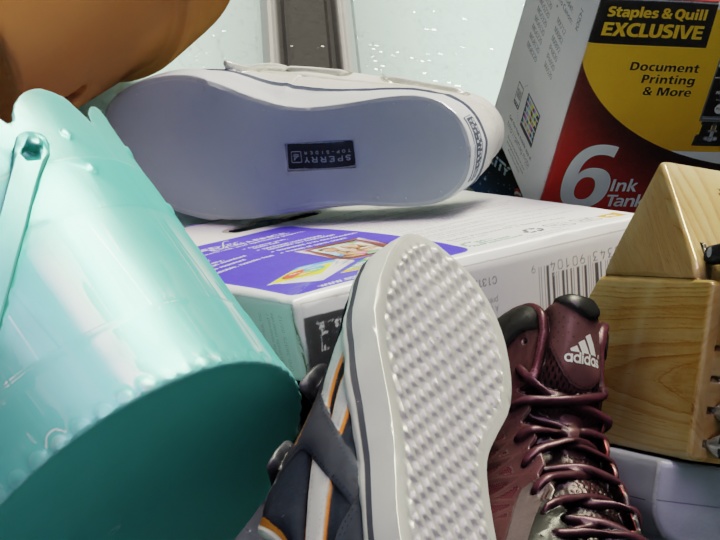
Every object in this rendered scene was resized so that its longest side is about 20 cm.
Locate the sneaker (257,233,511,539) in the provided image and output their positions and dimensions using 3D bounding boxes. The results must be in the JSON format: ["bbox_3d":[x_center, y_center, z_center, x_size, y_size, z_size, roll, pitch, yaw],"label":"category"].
[{"bbox_3d":[0.005,0.070,0.880,0.078,0.079,0.201,38,32,-23],"label":"sneaker"}]

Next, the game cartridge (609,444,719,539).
[{"bbox_3d":[0.182,0.099,0.995,0.198,0.041,0.133,8,-5,-24],"label":"game cartridge"}]

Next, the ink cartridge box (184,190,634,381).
[{"bbox_3d":[0.000,0.000,1.104,0.197,0.044,0.199,-14,15,-32],"label":"ink cartridge box"}]

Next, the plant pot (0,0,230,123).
[{"bbox_3d":[-0.177,-0.151,1.157,0.199,0.201,0.140,27,53,16],"label":"plant pot"}]

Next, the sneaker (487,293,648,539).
[{"bbox_3d":[0.074,0.070,0.916,0.075,0.116,0.200,19,6,-26],"label":"sneaker"}]

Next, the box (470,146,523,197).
[{"bbox_3d":[0.161,-0.025,1.219,0.136,0.038,0.200,-19,49,-35],"label":"box"}]

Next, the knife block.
[{"bbox_3d":[0.145,0.053,0.941,0.063,0.201,0.176,9,43,-18],"label":"knife block"}]

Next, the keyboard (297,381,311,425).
[{"bbox_3d":[0.043,0.082,1.047,0.103,0.040,0.200,-9,45,-27],"label":"keyboard"}]

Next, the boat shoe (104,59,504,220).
[{"bbox_3d":[-0.023,-0.070,1.168,0.200,0.075,0.086,0,13,25],"label":"boat shoe"}]

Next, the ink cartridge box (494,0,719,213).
[{"bbox_3d":[0.183,-0.116,1.164,0.198,0.177,0.084,0,40,-17],"label":"ink cartridge box"}]

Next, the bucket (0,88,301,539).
[{"bbox_3d":[-0.130,0.052,0.902,0.206,0.208,0.135,-22,58,-38],"label":"bucket"}]
